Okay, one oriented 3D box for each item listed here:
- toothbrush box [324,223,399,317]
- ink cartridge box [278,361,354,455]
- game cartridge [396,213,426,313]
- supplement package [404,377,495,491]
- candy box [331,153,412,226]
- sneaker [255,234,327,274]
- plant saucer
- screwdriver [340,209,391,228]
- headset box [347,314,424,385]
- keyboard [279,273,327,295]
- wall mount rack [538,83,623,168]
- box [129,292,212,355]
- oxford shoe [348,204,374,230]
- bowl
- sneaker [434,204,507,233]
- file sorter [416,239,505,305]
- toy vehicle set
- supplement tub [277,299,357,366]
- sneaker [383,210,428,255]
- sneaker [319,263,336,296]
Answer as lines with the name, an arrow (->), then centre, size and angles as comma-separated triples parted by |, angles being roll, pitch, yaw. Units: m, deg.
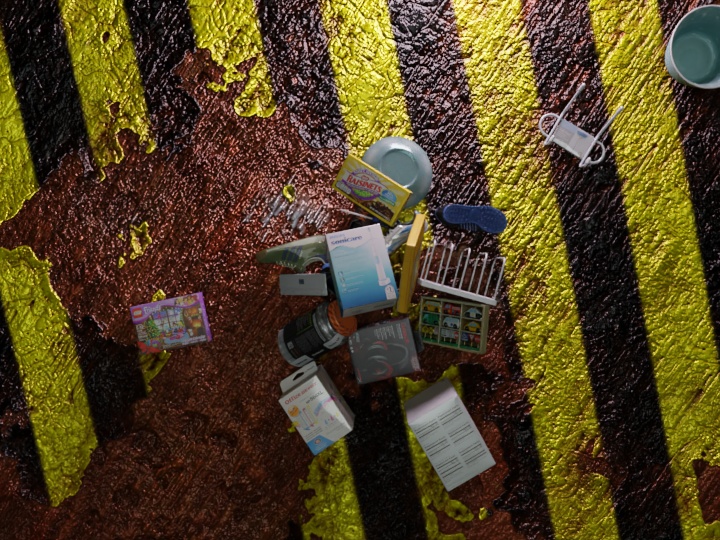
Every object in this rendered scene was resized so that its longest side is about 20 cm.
toothbrush box -> 0.000, 0.000, 1.469 | 0.145, 0.085, 0.202 | -12, 74, -9
ink cartridge box -> -0.123, 0.361, 1.576 | 0.128, 0.125, 0.201 | -34, 93, 4
game cartridge -> 0.131, -0.023, 1.481 | 0.032, 0.177, 0.202 | 13, 126, 8
supplement package -> 0.228, 0.422, 1.535 | 0.146, 0.191, 0.201 | -31, 92, 3
candy box -> 0.027, -0.210, 1.519 | 0.199, 0.026, 0.103 | 34, 103, 15
sneaker -> -0.180, -0.030, 1.581 | 0.198, 0.067, 0.091 | -15, 88, 0
plant saucer -> 0.099, -0.264, 1.549 | 0.198, 0.039, 0.204 | 1, 83, -8
screwdriver -> 0.022, -0.138, 1.523 | 0.029, 0.199, 0.028 | 11, 90, 40
headset box -> 0.071, 0.211, 1.585 | 0.198, 0.075, 0.151 | -13, 93, 3
keyboard -> -0.154, 0.037, 1.548 | 0.199, 0.011, 0.057 | -2, 89, 47
wall mount rack -> 0.579, -0.375, 1.531 | 0.199, 0.075, 0.175 | 30, 94, -1
box -> -0.524, 0.148, 1.619 | 0.197, 0.039, 0.139 | -12, 92, 3
oxford shoe -> 0.013, -0.144, 1.566 | 0.070, 0.073, 0.202 | 20, 94, 2
bowl -> 0.868, -0.555, 1.495 | 0.198, 0.105, 0.204 | 0, 93, 2
sneaker -> 0.294, -0.142, 1.564 | 0.198, 0.078, 0.071 | 10, 91, -20
file sorter -> 0.262, 0.002, 1.536 | 0.198, 0.139, 0.126 | 15, 92, 1
toy vehicle set -> 0.242, 0.140, 1.540 | 0.198, 0.026, 0.126 | 6, 95, 41
supplement tub -> -0.112, 0.162, 1.533 | 0.199, 0.122, 0.123 | -31, 92, 29
sneaker -> 0.087, -0.089, 1.566 | 0.199, 0.072, 0.073 | -33, 103, -2
sneaker -> -0.022, 0.055, 1.554 | 0.198, 0.078, 0.070 | 26, 120, -10
